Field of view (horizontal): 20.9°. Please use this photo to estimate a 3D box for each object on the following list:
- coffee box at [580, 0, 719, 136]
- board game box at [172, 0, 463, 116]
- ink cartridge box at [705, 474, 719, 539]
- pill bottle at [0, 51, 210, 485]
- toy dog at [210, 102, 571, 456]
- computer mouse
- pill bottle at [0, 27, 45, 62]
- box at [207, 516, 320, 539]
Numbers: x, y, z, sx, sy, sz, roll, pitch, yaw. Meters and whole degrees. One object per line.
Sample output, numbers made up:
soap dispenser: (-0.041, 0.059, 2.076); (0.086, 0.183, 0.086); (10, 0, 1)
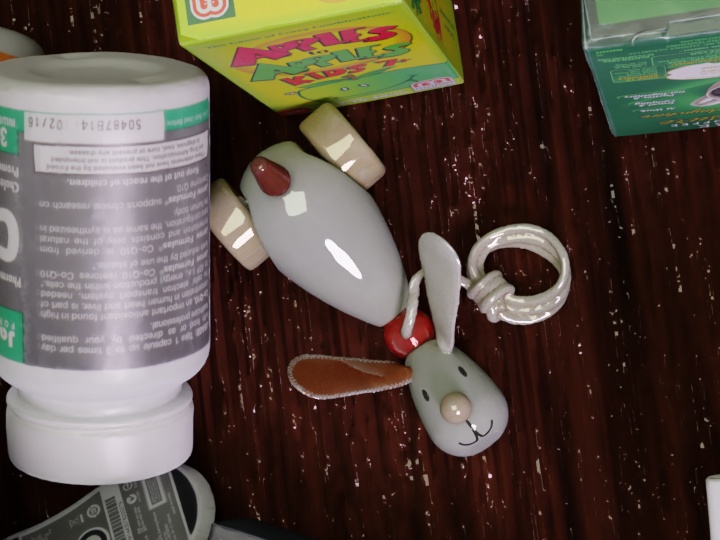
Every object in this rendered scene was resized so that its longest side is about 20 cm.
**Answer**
coffee box: (0.168, -0.106, 0.907); (0.123, 0.200, 0.044); (-6, 81, 12)
board game box: (-0.015, -0.120, 0.941); (0.101, 0.200, 0.048); (-9, 84, 10)
ink cartridge box: (0.251, 0.184, 0.880); (0.146, 0.147, 0.200); (-6, 83, 27)
pill bottle: (-0.131, -0.003, 0.977); (0.113, 0.113, 0.200); (4, 105, 11)
toy dog: (0.000, 0.000, 0.981); (0.200, 0.096, 0.132); (31, 92, 12)
computer mouse: (-0.159, 0.169, 1.017); (0.200, 0.044, 0.110); (-25, 48, 5)
pill bottle: (-0.233, -0.029, 1.020); (0.113, 0.113, 0.200); (8, 87, 11)
box: (0.007, 0.219, 0.974); (0.200, 0.079, 0.141); (16, 86, 12)
